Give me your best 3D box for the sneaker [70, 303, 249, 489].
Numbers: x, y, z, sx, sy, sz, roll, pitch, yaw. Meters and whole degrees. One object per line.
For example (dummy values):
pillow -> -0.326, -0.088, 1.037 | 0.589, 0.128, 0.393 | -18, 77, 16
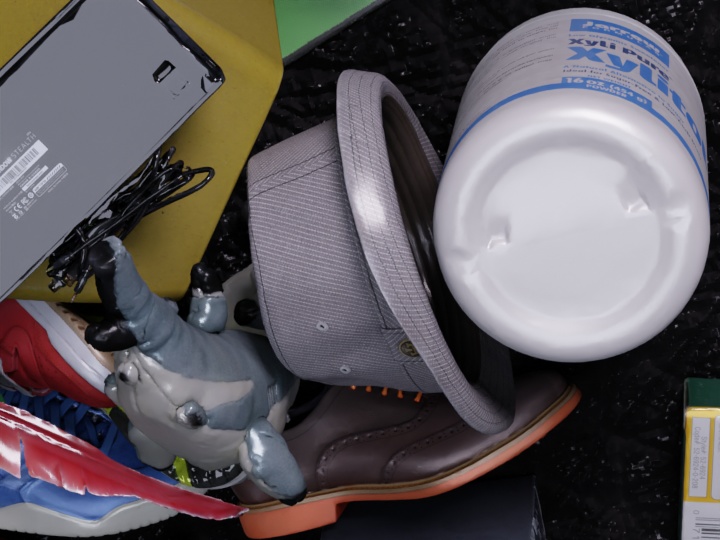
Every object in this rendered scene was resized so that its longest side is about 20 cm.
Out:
sneaker -> -0.127, 0.046, 1.543 | 0.075, 0.076, 0.200 | -44, 72, 3

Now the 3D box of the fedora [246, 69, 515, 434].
fedora -> 0.000, 0.000, 1.422 | 0.090, 0.177, 0.200 | -17, 145, 12

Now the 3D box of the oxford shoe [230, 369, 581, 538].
oxford shoe -> 0.018, 0.082, 1.553 | 0.200, 0.071, 0.073 | -19, 101, 12

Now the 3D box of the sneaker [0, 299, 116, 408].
sneaker -> -0.205, 0.043, 1.484 | 0.200, 0.071, 0.113 | 35, 82, 36

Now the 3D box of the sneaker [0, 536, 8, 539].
sneaker -> -0.185, 0.247, 1.626 | 0.098, 0.071, 0.201 | 9, 108, 5

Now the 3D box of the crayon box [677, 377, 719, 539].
crayon box -> 0.269, 0.127, 1.550 | 0.199, 0.052, 0.126 | 2, 109, 6

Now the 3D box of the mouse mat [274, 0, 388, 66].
mouse mat -> -0.048, -0.215, 1.493 | 0.161, 0.008, 0.200 | -31, 102, 15

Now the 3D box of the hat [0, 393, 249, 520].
hat -> -0.184, 0.055, 1.417 | 0.176, 0.166, 0.200 | -24, 96, -9

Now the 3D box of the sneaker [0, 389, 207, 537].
sneaker -> -0.181, 0.077, 1.565 | 0.199, 0.077, 0.112 | 1, 118, 12

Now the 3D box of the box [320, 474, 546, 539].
box -> 0.047, 0.239, 1.532 | 0.124, 0.200, 0.197 | -9, 108, 7

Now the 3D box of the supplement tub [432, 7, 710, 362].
supplement tub -> 0.106, -0.046, 1.431 | 0.132, 0.200, 0.132 | 2, 109, 5

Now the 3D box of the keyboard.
keyboard -> -0.149, -0.041, 1.366 | 0.200, 0.040, 0.104 | -43, 99, 11

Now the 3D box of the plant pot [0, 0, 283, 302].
plant pot -> -0.145, -0.095, 1.451 | 0.176, 0.200, 0.200 | 19, 112, -14

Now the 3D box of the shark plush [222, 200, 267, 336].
shark plush -> 0.011, 0.011, 1.550 | 0.199, 0.091, 0.083 | -9, 132, -7

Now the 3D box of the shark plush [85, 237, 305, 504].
shark plush -> -0.089, 0.036, 1.392 | 0.091, 0.083, 0.200 | 7, 156, 39
